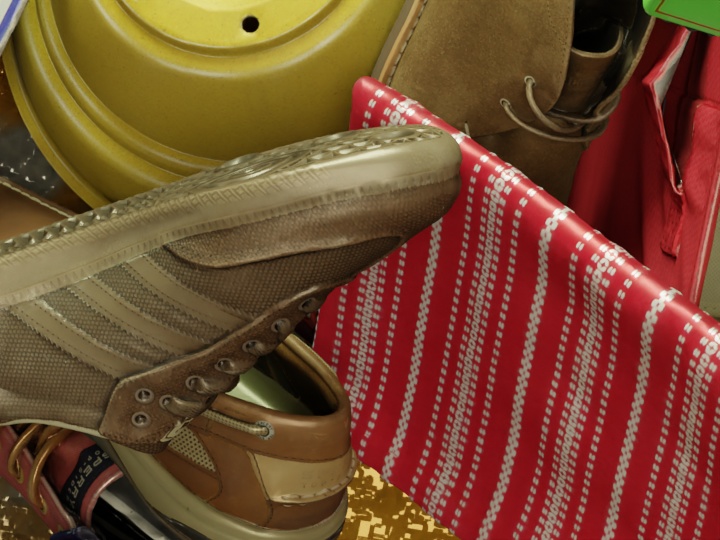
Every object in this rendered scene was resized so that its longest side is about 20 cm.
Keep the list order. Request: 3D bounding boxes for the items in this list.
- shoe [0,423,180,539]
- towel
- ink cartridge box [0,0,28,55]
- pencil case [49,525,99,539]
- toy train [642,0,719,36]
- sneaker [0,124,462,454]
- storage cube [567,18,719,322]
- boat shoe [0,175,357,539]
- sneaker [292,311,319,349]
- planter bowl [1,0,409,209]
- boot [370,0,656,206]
[{"bbox_3d":[-0.099,0.055,0.931,0.200,0.091,0.072,37,96,-6],"label":"shoe"},{"bbox_3d":[0.057,0.047,0.813,0.200,0.022,0.145,38,136,30],"label":"towel"},{"bbox_3d":[-0.169,-0.170,0.893,0.200,0.047,0.198,29,96,12],"label":"ink cartridge box"},{"bbox_3d":[-0.083,0.189,0.883,0.083,0.087,0.200,-17,105,24],"label":"pencil case"},{"bbox_3d":[0.171,-0.069,0.745,0.200,0.042,0.056,16,140,-16],"label":"toy train"},{"bbox_3d":[-0.054,0.013,0.810,0.200,0.070,0.076,-16,99,19],"label":"sneaker"},{"bbox_3d":[0.173,-0.051,0.868,0.200,0.180,0.171,7,99,-11],"label":"storage cube"},{"bbox_3d":[-0.077,0.014,0.882,0.200,0.076,0.074,35,131,18],"label":"boat shoe"},{"bbox_3d":[0.000,0.000,0.926,0.200,0.090,0.075,31,97,-6],"label":"sneaker"},{"bbox_3d":[-0.035,-0.107,0.880,0.200,0.083,0.201,-2,78,9],"label":"planter bowl"},{"bbox_3d":[0.050,-0.056,0.827,0.074,0.075,0.200,-5,119,-25],"label":"boot"}]
